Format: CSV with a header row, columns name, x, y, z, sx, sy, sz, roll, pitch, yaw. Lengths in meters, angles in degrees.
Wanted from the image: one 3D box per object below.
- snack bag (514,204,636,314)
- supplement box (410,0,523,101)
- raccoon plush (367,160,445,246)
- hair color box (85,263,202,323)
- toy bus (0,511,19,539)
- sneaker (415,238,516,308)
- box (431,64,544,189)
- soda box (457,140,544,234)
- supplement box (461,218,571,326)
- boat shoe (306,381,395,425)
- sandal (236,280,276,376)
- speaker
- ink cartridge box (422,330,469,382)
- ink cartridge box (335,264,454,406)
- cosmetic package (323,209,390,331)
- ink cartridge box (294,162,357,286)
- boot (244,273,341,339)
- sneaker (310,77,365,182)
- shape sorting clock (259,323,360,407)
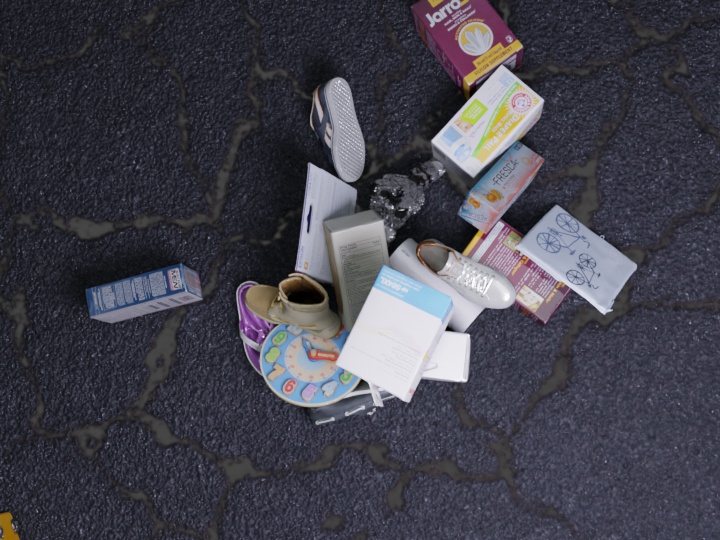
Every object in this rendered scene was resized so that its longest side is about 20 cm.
name,x,y,z,sx,sy,sz,roll,pitch,yaw
snack bag,0.396,-0.024,1.511,0.200,0.188,0.021,38,133,12
supplement box,0.207,-0.454,1.619,0.131,0.103,0.201,-35,78,2
raccoon plush,0.084,-0.116,1.616,0.199,0.134,0.097,-21,60,-28
hair color box,-0.421,0.046,1.633,0.198,0.100,0.061,-14,79,5
toy bus,-0.689,0.576,1.610,0.078,0.065,0.201,-24,80,5
sneaker,0.182,0.011,1.484,0.199,0.085,0.073,29,99,12
box,0.242,-0.270,1.588,0.112,0.101,0.200,42,89,11
soda box,0.260,-0.155,1.536,0.068,0.064,0.200,37,50,11
supplement box,0.291,0.001,1.550,0.199,0.086,0.111,37,88,12
boat shoe,-0.003,0.245,1.565,0.198,0.076,0.061,-12,96,11
sandal,-0.200,0.118,1.617,0.082,0.050,0.204,-23,80,4
speaker,0.142,0.032,1.569,0.200,0.081,0.081,42,89,11
ink cartridge box,0.123,0.152,1.492,0.144,0.200,0.085,5,82,8
ink cartridge box,0.052,0.116,1.341,0.125,0.129,0.201,26,83,12
cosmetic package,0.000,0.000,1.539,0.104,0.071,0.202,-13,113,-12
ink cartridge box,-0.074,-0.081,1.555,0.043,0.200,0.198,3,81,28
boot,-0.137,0.051,1.532,0.199,0.156,0.073,21,70,17
sneaker,-0.047,-0.272,1.644,0.079,0.078,0.202,-5,95,50
shape sorting clock,-0.090,0.163,1.564,0.198,0.039,0.201,2,49,-3
